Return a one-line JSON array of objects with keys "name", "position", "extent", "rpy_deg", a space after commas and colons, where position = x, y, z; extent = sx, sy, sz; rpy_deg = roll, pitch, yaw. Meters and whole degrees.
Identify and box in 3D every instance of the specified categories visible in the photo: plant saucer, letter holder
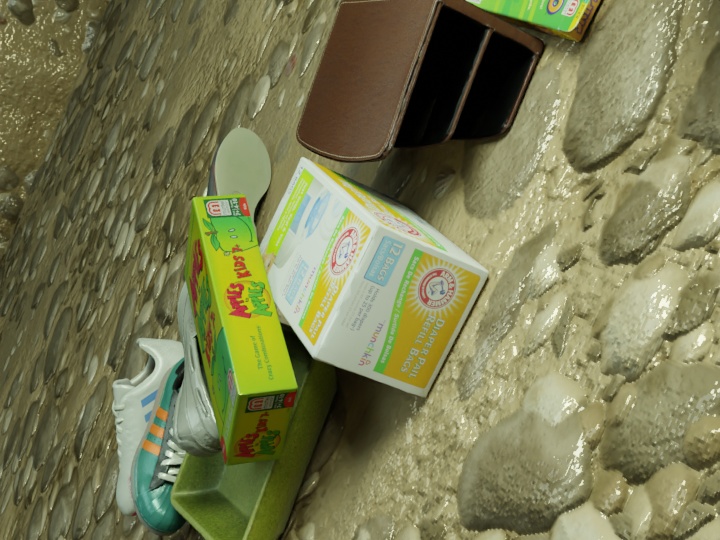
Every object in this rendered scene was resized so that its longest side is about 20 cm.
[{"name": "plant saucer", "position": [-0.091, 0.147, 1.012], "extent": [0.199, 0.048, 0.201], "rpy_deg": [13, 81, 64]}, {"name": "letter holder", "position": [0.038, -0.144, 0.937], "extent": [0.200, 0.100, 0.143], "rpy_deg": [24, 93, 65]}]

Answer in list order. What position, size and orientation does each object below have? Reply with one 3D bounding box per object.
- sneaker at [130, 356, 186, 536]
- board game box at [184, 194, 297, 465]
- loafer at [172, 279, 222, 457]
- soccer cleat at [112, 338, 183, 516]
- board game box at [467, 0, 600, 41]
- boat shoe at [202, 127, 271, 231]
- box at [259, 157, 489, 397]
[{"name": "sneaker", "position": [-0.183, 0.167, 1.149], "extent": [0.080, 0.071, 0.201], "rpy_deg": [-45, 32, 46]}, {"name": "board game box", "position": [-0.103, 0.045, 0.923], "extent": [0.102, 0.047, 0.201], "rpy_deg": [106, 153, -48]}, {"name": "loafer", "position": [-0.128, 0.070, 1.022], "extent": [0.070, 0.070, 0.201], "rpy_deg": [-32, 50, 43]}, {"name": "soccer cleat", "position": [-0.250, 0.171, 1.260], "extent": [0.070, 0.086, 0.201], "rpy_deg": [5, 75, 63]}, {"name": "board game box", "position": [0.146, -0.239, 0.884], "extent": [0.096, 0.030, 0.200], "rpy_deg": [-64, 23, 9]}, {"name": "boat shoe", "position": [-0.148, -0.072, 1.280], "extent": [0.063, 0.071, 0.201], "rpy_deg": [-39, 41, 49]}, {"name": "box", "position": [0.000, 0.000, 0.890], "extent": [0.113, 0.101, 0.200], "rpy_deg": [-63, 26, 10]}]
